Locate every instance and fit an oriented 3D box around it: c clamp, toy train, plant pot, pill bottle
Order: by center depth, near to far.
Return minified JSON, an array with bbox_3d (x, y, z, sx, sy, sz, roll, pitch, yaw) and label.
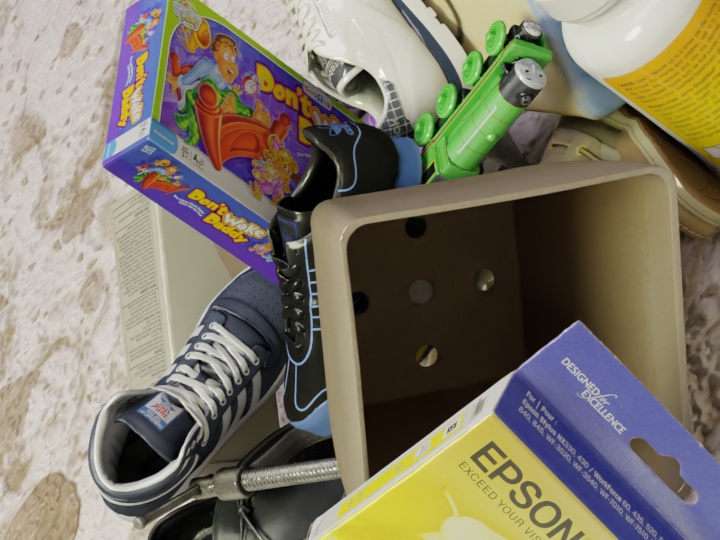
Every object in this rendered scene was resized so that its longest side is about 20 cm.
[{"bbox_3d":[0.065,0.032,1.526,0.177,0.199,0.201,-142,44,-68],"label":"plant pot"},{"bbox_3d":[0.192,-0.146,1.550,0.113,0.200,0.113,-36,37,32],"label":"pill bottle"},{"bbox_3d":[0.059,-0.078,1.616,0.200,0.042,0.057,-51,34,41],"label":"toy train"},{"bbox_3d":[-0.020,0.120,1.642,0.199,0.027,0.171,-13,13,30],"label":"c clamp"}]

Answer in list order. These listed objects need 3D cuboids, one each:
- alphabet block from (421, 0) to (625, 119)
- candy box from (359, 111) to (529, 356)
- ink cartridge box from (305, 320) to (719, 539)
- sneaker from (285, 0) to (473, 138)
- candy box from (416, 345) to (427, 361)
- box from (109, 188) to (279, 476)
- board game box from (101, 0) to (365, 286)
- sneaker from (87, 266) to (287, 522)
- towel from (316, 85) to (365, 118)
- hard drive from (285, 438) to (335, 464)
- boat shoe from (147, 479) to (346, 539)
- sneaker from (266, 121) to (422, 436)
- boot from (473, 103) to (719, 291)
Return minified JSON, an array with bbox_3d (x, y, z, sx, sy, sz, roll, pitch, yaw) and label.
[{"bbox_3d":[0.123,-0.230,1.684,0.196,0.196,0.200,-37,25,-22],"label":"alphabet block"},{"bbox_3d":[0.023,-0.028,1.811,0.200,0.071,0.168,-49,32,14],"label":"candy box"},{"bbox_3d":[0.107,0.156,1.398,0.200,0.198,0.047,-38,14,29],"label":"ink cartridge box"},{"bbox_3d":[-0.014,-0.168,1.684,0.080,0.076,0.200,-34,68,-16],"label":"sneaker"},{"bbox_3d":[0.000,0.000,1.728,0.103,0.026,0.200,-60,33,2],"label":"candy box"},{"bbox_3d":[-0.115,0.041,1.795,0.095,0.077,0.201,-23,72,62],"label":"box"},{"bbox_3d":[-0.073,-0.078,1.679,0.045,0.200,0.135,-27,43,35],"label":"board game box"},{"bbox_3d":[-0.105,0.073,1.676,0.200,0.070,0.109,-54,-11,-6],"label":"sneaker"},{"bbox_3d":[-0.053,-0.068,1.899,0.200,0.034,0.132,-53,-13,26],"label":"towel"},{"bbox_3d":[-0.010,0.173,1.710,0.200,0.038,0.140,-10,55,52],"label":"hard drive"},{"bbox_3d":[-0.066,0.169,1.699,0.200,0.062,0.075,-22,43,43],"label":"boat shoe"},{"bbox_3d":[-0.027,0.004,1.622,0.070,0.078,0.201,28,105,59],"label":"sneaker"},{"bbox_3d":[0.144,-0.025,1.634,0.156,0.073,0.200,-52,29,8],"label":"boot"}]
